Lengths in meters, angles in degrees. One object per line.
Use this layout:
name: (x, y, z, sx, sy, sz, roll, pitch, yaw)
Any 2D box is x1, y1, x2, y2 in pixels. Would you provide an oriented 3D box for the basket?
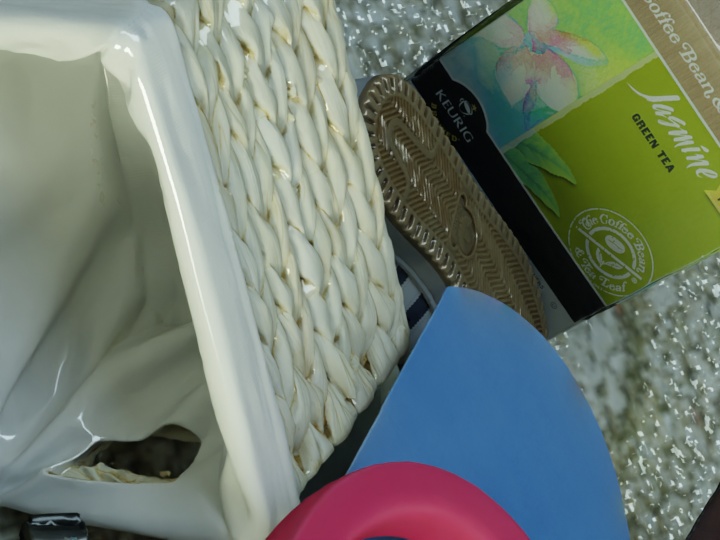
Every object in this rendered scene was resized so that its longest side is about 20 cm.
basket: (-0.076, -0.023, 0.836, 0.123, 0.135, 0.201, -45, 132, -46)

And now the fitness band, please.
fitness band: (0.015, 0.154, 0.757, 0.143, 0.037, 0.200, 34, 48, -16)

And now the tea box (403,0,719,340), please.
tea box: (0.144, -0.091, 1.033, 0.200, 0.197, 0.134, -37, 92, -39)

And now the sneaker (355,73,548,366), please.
sneaker: (0.000, 0.000, 0.982, 0.200, 0.108, 0.070, 59, 39, -40)

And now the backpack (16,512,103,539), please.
backpack: (-0.135, 0.195, 0.734, 0.177, 0.151, 0.201, 1, 61, -28)

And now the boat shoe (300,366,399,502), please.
boat shoe: (0.007, 0.127, 0.929, 0.091, 0.071, 0.201, 31, 51, -39)

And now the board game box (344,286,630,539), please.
board game box: (0.033, 0.110, 0.882, 0.158, 0.039, 0.200, 56, 42, -26)

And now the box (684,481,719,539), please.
box: (0.200, 0.190, 0.928, 0.200, 0.164, 0.166, -51, 139, -38)
